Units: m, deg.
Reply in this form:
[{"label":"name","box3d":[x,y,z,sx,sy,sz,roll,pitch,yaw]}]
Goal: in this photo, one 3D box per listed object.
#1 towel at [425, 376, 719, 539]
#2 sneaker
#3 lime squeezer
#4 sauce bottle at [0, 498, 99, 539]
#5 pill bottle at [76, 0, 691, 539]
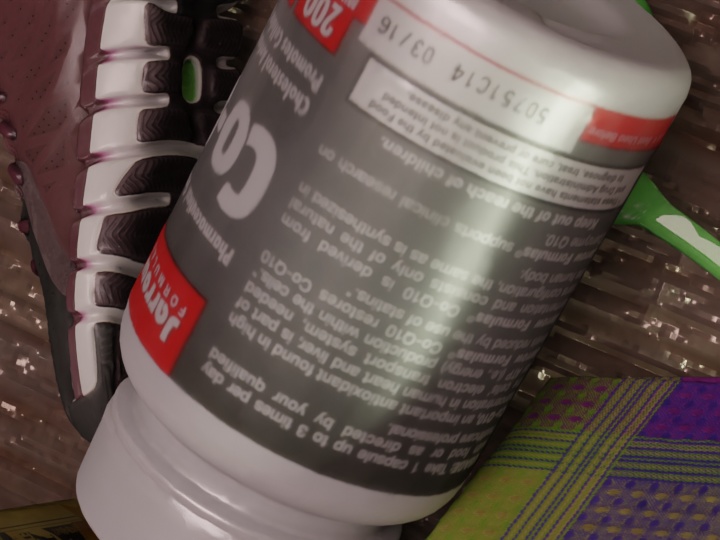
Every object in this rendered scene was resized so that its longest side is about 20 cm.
[{"label":"towel","box3d":[0.108,0.076,0.664,0.200,0.144,0.023,0,124,37]},{"label":"sneaker","box3d":[-0.098,-0.044,0.809,0.115,0.076,0.200,4,87,35]},{"label":"lime squeezer","box3d":[0.091,-0.059,0.742,0.071,0.038,0.200,-15,81,24]},{"label":"sauce bottle","box3d":[-0.118,0.105,0.735,0.065,0.200,0.065,0,91,20]},{"label":"pill bottle","box3d":[0.000,0.000,0.711,0.114,0.114,0.200,35,110,19]}]
